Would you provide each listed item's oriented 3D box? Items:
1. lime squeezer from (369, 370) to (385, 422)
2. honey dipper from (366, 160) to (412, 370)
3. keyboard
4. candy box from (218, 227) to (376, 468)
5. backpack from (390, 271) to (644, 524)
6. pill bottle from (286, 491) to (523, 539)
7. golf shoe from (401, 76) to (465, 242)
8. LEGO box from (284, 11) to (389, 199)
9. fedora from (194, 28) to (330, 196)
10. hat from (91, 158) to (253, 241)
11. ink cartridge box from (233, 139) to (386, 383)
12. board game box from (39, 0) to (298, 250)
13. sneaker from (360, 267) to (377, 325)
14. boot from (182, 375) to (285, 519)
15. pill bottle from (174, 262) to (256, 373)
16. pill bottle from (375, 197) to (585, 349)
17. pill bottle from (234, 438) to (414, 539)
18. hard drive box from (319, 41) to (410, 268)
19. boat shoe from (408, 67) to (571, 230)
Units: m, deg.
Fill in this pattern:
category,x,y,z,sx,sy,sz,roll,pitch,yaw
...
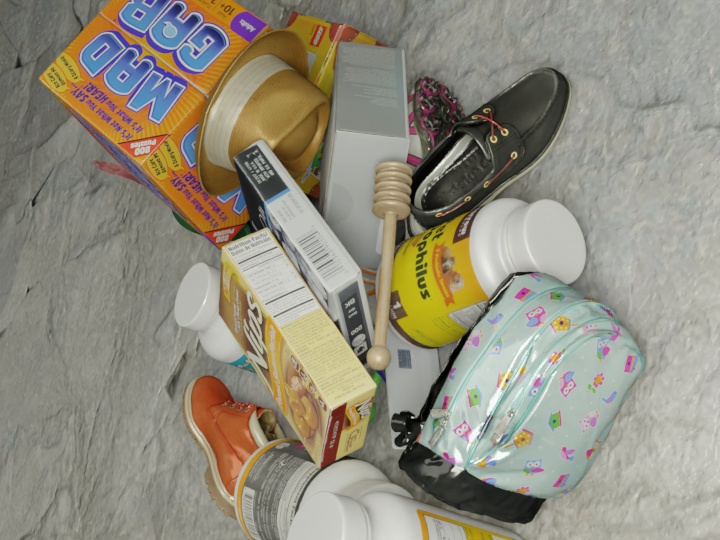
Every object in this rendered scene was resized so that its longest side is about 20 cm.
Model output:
category,x,y,z,sx,sy,sz,roll,pitch,yaw
lime squeezer,-0.018,0.148,1.441,0.200,0.037,0.071,-49,36,30
honey dipper,0.025,-0.004,1.266,0.038,0.038,0.202,-23,55,49
keyboard,0.051,0.089,1.356,0.011,0.056,0.201,103,166,-52
candy box,-0.063,0.073,1.294,0.201,0.055,0.116,53,153,26
backpack,0.139,0.106,1.137,0.126,0.166,0.201,35,99,38
pill bottle,0.040,0.247,1.134,0.111,0.199,0.112,-34,44,42
golf shoe,0.064,-0.114,1.441,0.092,0.072,0.202,-35,44,41
LEGO box,-0.064,-0.207,1.688,0.149,0.077,0.201,31,98,58
fedora,-0.088,-0.149,1.407,0.081,0.200,0.202,27,96,19
hat,-0.229,-0.072,1.715,0.175,0.167,0.200,-22,21,3
ink cartridge box,-0.048,0.003,1.347,0.043,0.201,0.199,-30,55,-11
board game box,-0.191,-0.189,1.541,0.200,0.200,0.200,37,82,32
sneaker,0.000,0.000,1.477,0.078,0.078,0.201,-59,25,27
boot,-0.139,0.178,1.582,0.107,0.075,0.201,-50,44,21
pill bottle,-0.096,0.056,1.460,0.111,0.199,0.112,-35,44,42
pill bottle,0.111,0.001,1.265,0.199,0.109,0.110,-24,52,49
pill bottle,-0.032,0.235,1.335,0.199,0.116,0.117,7,77,57
hard drive box,0.001,-0.123,1.433,0.201,0.076,0.157,-89,7,-55
boat shoe,0.124,-0.119,1.320,0.201,0.063,0.074,-45,63,3
